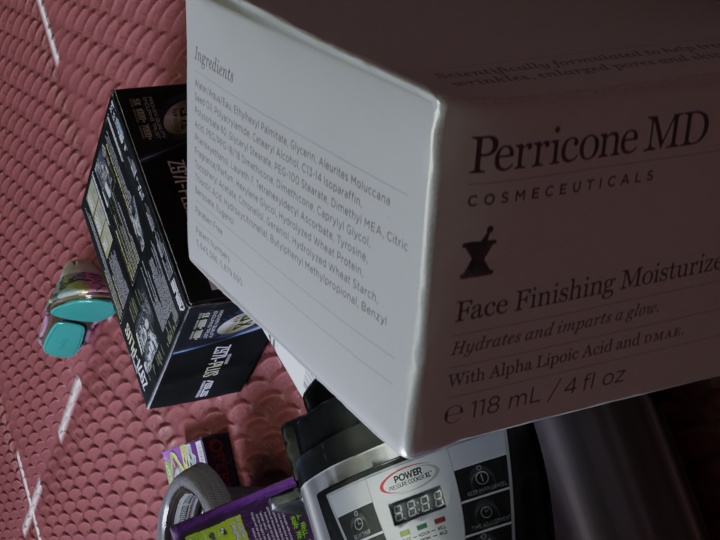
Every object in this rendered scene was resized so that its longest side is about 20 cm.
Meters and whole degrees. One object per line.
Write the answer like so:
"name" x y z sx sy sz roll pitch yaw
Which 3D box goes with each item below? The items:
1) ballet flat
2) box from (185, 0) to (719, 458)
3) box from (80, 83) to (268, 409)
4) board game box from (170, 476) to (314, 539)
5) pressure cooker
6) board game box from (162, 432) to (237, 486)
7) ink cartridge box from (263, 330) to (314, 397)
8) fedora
"ballet flat" -0.297 0.031 1.408 0.200 0.069 0.071 137 138 -59
"box" 0.056 -0.043 0.544 0.200 0.198 0.131 37 130 53
"box" -0.143 -0.019 1.058 0.200 0.086 0.164 67 150 25
"board game box" -0.044 0.250 0.921 0.201 0.120 0.032 70 -167 15
"pressure cooker" 0.060 0.107 0.613 0.179 0.175 0.201 -46 57 61
"board game box" -0.128 0.249 1.182 0.120 0.032 0.201 -25 75 58
"ink cartridge box" 0.000 0.000 0.792 0.200 0.083 0.146 56 144 40
"fedora" -0.096 0.251 1.052 0.177 0.090 0.201 -31 63 59
